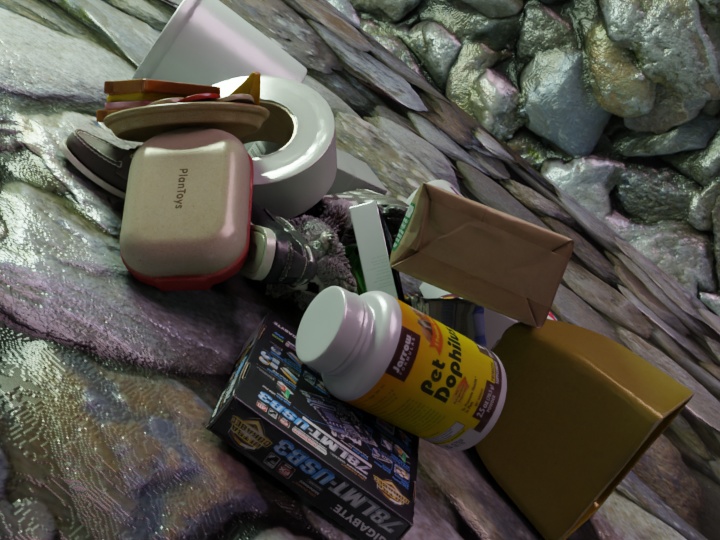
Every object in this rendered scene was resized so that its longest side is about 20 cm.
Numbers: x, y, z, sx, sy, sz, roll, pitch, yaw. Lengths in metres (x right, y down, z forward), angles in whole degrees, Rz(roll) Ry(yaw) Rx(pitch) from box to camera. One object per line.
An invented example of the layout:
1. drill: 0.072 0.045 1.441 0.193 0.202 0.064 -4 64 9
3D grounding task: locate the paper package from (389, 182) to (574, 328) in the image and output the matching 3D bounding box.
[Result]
1. paper package: 0.138 -0.019 1.210 0.189 0.104 0.200 21 4 5

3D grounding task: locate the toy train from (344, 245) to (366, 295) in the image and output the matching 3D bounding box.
1. toy train: 0.000 0.000 1.375 0.042 0.057 0.200 27 21 -28

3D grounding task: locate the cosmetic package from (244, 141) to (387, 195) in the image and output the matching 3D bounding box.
1. cosmetic package: -0.073 -0.122 1.452 0.199 0.107 0.090 22 24 -43

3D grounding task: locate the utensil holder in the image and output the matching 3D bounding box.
1. utensil holder: -0.199 -0.284 1.501 0.199 0.170 0.170 33 19 -15

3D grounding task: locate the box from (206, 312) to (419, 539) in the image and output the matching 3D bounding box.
1. box: -0.035 0.145 0.987 0.199 0.050 0.199 36 19 -8

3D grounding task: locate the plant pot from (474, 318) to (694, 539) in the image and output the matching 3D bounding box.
1. plant pot: 0.234 0.161 1.217 0.200 0.196 0.194 42 19 20

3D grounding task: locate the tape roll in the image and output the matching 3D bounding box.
1. tape roll: -0.128 -0.150 1.290 0.200 0.071 0.204 0 50 0

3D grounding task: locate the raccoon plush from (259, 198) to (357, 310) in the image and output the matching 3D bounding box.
1. raccoon plush: -0.035 -0.041 1.195 0.097 0.133 0.201 48 51 -25

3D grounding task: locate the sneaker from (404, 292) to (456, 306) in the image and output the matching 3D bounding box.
1. sneaker: 0.082 0.058 1.361 0.090 0.075 0.200 42 18 -3

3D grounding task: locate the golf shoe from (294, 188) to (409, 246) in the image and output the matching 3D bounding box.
1. golf shoe: -0.024 -0.068 1.376 0.198 0.078 0.095 8 22 6

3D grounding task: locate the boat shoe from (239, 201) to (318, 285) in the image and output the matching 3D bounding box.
1. boat shoe: -0.101 -0.028 1.120 0.067 0.072 0.200 8 12 -22

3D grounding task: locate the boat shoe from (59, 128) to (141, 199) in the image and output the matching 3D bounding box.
1. boat shoe: -0.239 -0.104 1.177 0.199 0.060 0.072 34 19 -13

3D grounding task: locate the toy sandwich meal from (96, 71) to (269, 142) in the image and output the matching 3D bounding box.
1. toy sandwich meal: -0.198 -0.188 1.174 0.203 0.071 0.205 -4 0 0

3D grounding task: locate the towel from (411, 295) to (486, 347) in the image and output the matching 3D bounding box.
1. towel: 0.112 0.104 1.250 0.200 0.024 0.148 4 80 -62

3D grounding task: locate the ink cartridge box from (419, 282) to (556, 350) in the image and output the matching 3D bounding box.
1. ink cartridge box: 0.197 0.070 1.524 0.199 0.084 0.146 27 22 -28

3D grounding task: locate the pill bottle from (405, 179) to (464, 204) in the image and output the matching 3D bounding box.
1. pill bottle: 0.159 -0.045 1.683 0.112 0.113 0.200 14 30 -50

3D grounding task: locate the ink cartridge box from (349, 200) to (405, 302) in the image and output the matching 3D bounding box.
1. ink cartridge box: 0.030 0.029 1.212 0.100 0.039 0.202 64 14 -63

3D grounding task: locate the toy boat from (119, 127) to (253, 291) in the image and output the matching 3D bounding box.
1. toy boat: -0.174 -0.051 1.099 0.129 0.131 0.201 -1 54 2

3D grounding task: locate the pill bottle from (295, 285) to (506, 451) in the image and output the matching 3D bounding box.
1. pill bottle: 0.038 0.091 1.007 0.199 0.109 0.110 29 21 -29
